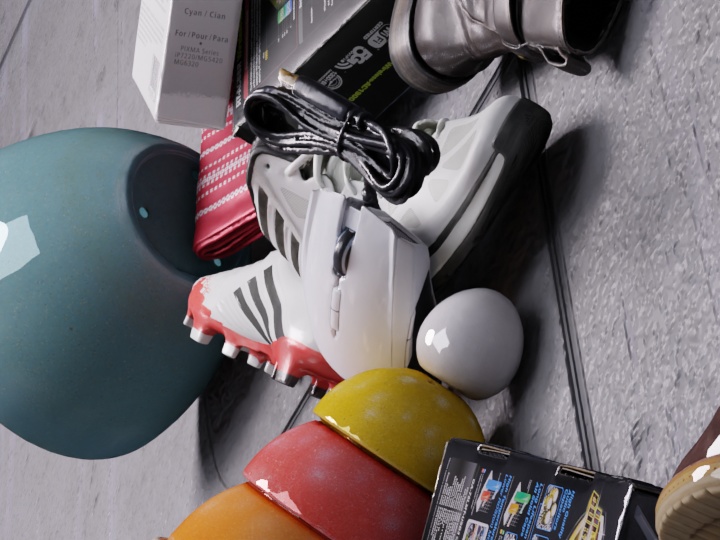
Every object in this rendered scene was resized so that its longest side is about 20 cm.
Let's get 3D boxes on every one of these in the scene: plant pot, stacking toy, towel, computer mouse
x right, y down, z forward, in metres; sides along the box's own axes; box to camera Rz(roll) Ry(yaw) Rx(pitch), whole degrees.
[{"bbox_3d":[-0.142,-0.005,1.702,0.135,0.200,0.201,-32,43,41],"label":"plant pot"},{"bbox_3d":[0.009,0.094,1.301,0.200,0.146,0.146,-58,19,-1],"label":"stacking toy"},{"bbox_3d":[-0.039,-0.111,1.656,0.144,0.022,0.201,-27,46,37],"label":"towel"},{"bbox_3d":[0.000,0.000,1.332,0.109,0.044,0.200,27,146,34],"label":"computer mouse"}]

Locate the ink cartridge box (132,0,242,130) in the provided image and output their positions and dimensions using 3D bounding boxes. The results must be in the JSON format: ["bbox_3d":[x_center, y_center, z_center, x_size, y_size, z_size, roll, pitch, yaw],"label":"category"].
[{"bbox_3d":[-0.096,-0.181,1.634,0.200,0.045,0.177,-127,43,-76],"label":"ink cartridge box"}]

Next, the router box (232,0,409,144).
[{"bbox_3d":[-0.005,-0.176,1.571,0.150,0.062,0.201,-40,38,39],"label":"router box"}]

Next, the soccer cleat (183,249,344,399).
[{"bbox_3d":[-0.037,0.017,1.558,0.085,0.068,0.200,-65,22,-1],"label":"soccer cleat"}]

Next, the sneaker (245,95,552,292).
[{"bbox_3d":[0.005,-0.044,1.373,0.076,0.115,0.201,-53,3,-36],"label":"sneaker"}]

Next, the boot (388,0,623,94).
[{"bbox_3d":[0.086,-0.177,1.376,0.174,0.069,0.201,-15,65,62],"label":"boot"}]

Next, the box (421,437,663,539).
[{"bbox_3d":[0.063,0.175,1.159,0.198,0.050,0.201,-176,102,-70],"label":"box"}]

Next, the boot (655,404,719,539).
[{"bbox_3d":[0.176,0.009,0.977,0.200,0.072,0.167,-47,21,56],"label":"boot"}]
